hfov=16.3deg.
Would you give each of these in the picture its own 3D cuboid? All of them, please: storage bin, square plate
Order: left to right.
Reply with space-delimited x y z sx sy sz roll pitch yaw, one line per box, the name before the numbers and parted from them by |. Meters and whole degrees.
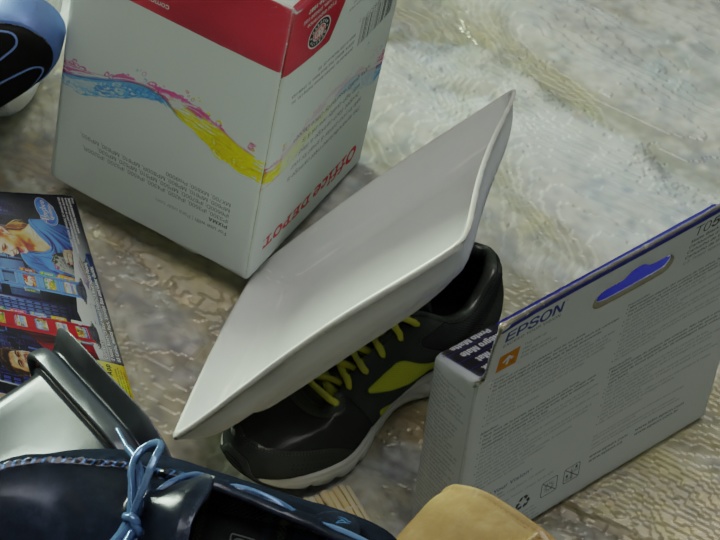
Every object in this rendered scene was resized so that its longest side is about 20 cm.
storage bin | -0.156 0.146 1.193 0.134 0.200 0.146 -29 43 -19
square plate | 0.000 0.000 1.342 0.028 0.200 0.198 50 26 -14

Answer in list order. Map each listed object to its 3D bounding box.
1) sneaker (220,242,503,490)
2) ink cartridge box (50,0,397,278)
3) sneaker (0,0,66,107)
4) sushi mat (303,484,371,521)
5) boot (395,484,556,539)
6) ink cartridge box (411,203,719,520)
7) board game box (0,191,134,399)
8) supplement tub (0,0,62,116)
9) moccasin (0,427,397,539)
sneaker | 0.002 0.043 1.378 0.074 0.085 0.200 38 54 25
ink cartridge box | -0.075 -0.130 1.440 0.144 0.200 0.145 27 43 15
sneaker | -0.253 -0.087 1.426 0.199 0.070 0.078 -24 41 24
sushi mat | -0.002 0.197 1.286 0.095 0.012 0.200 -17 52 -23
boot | 0.041 0.196 1.100 0.175 0.066 0.200 36 50 23
ink cartridge box | 0.119 0.043 1.317 0.199 0.200 0.041 -27 56 -29
board game box | -0.231 0.025 1.315 0.199 0.062 0.200 13 36 -30
supplement tub | -0.287 -0.172 1.507 0.199 0.123 0.123 14 47 5
moccasin | -0.071 0.109 1.070 0.199 0.068 0.081 6 77 1
